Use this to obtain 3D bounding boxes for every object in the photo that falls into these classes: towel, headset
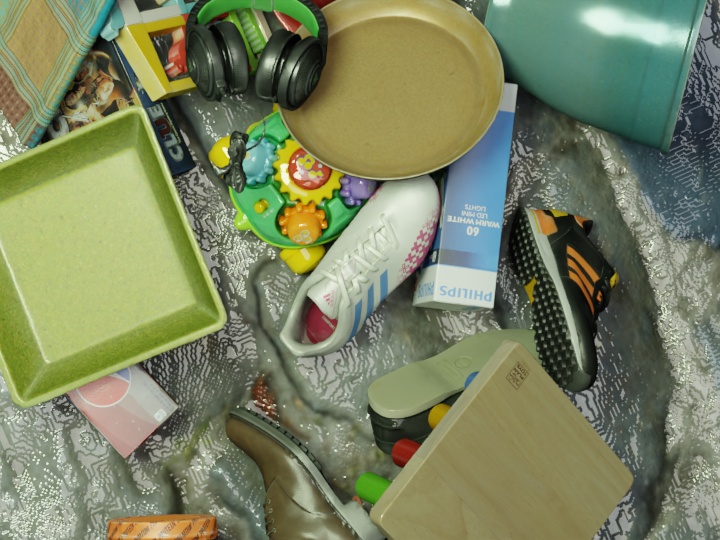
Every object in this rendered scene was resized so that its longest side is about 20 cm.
[{"bbox_3d":[-0.275,-0.225,1.588,0.147,0.022,0.200,53,124,29],"label":"towel"},{"bbox_3d":[-0.093,-0.163,1.579,0.123,0.094,0.201,6,46,0],"label":"headset"}]

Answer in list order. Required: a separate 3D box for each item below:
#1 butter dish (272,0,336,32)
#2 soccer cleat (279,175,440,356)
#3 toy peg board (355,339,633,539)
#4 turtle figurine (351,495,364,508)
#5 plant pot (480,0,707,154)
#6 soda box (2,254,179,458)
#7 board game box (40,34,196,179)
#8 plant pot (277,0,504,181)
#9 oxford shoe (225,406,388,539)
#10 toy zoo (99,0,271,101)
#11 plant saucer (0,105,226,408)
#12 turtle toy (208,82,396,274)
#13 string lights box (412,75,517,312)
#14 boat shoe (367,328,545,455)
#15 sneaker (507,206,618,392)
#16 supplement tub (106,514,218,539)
[{"bbox_3d":[-0.016,-0.333,1.655,0.199,0.148,0.201,-33,91,-9],"label":"butter dish"},{"bbox_3d":[0.000,0.000,1.626,0.070,0.086,0.201,40,112,15],"label":"soccer cleat"},{"bbox_3d":[0.106,0.190,1.639,0.199,0.098,0.200,-51,121,-15],"label":"toy peg board"},{"bbox_3d":[-0.033,0.313,1.651,0.160,0.064,0.201,-13,79,-8],"label":"turtle figurine"},{"bbox_3d":[0.210,-0.224,1.663,0.187,0.200,0.201,15,84,7],"label":"plant pot"},{"bbox_3d":[-0.251,0.071,1.637,0.070,0.063,0.200,-42,92,-7],"label":"soda box"},{"bbox_3d":[-0.237,-0.155,1.625,0.035,0.135,0.201,-24,89,-50],"label":"board game box"},{"bbox_3d":[0.026,-0.158,1.611,0.198,0.028,0.201,-2,61,4],"label":"plant pot"},{"bbox_3d":[-0.062,0.202,1.627,0.084,0.073,0.200,-40,67,-9],"label":"oxford shoe"},{"bbox_3d":[-0.158,-0.222,1.626,0.200,0.020,0.132,-24,90,-52],"label":"toy zoo"},{"bbox_3d":[-0.232,-0.011,1.571,0.199,0.048,0.201,-22,89,8],"label":"plant saucer"},{"bbox_3d":[-0.034,-0.100,1.659,0.200,0.101,0.146,-39,92,-11],"label":"turtle toy"},{"bbox_3d":[0.094,-0.066,1.674,0.059,0.103,0.202,7,85,-9],"label":"string lights box"},{"bbox_3d":[0.099,0.108,1.687,0.200,0.074,0.063,-19,128,-19],"label":"boat shoe"},{"bbox_3d":[0.198,0.021,1.662,0.089,0.070,0.201,-1,48,-16],"label":"sneaker"},{"bbox_3d":[-0.169,0.315,1.603,0.122,0.123,0.202,0,86,-8],"label":"supplement tub"}]
